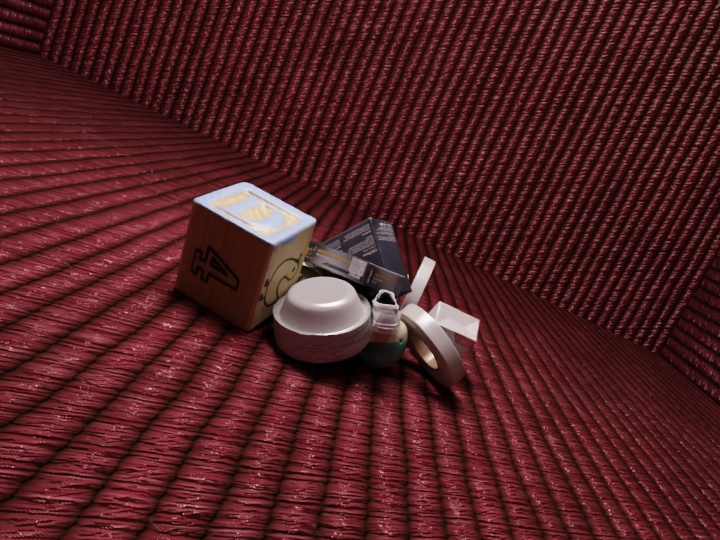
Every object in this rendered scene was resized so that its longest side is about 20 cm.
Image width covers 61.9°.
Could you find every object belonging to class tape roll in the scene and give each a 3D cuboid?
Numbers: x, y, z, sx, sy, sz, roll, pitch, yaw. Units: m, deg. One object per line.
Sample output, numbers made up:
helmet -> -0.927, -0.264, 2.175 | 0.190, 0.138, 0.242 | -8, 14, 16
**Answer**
tape roll -> 0.154, 0.169, 1.346 | 0.204, 0.037, 0.204 | 51, -16, 20
tape roll -> 0.154, 0.059, 1.683 | 0.036, 0.206, 0.203 | 25, 13, 4

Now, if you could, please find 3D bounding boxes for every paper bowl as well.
paper bowl -> -0.076, 0.086, 1.193 | 0.195, 0.107, 0.202 | 0, 25, 0

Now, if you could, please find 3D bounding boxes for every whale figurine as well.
whale figurine -> 0.012, 0.153, 1.326 | 0.197, 0.107, 0.157 | 6, 7, 40

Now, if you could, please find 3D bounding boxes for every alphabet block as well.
alphabet block -> -0.234, -0.035, 1.226 | 0.194, 0.203, 0.195 | 28, 27, 14

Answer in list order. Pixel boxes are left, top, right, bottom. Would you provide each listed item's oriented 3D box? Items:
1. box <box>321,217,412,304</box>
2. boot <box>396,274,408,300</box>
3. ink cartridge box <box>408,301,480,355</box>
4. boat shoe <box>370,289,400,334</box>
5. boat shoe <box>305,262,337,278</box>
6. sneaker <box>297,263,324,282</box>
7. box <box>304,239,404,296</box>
box -> 0.000, 0.000, 1.474 | 0.103, 0.197, 0.186 | 5, 65, -55
boot -> 0.080, 0.064, 1.622 | 0.071, 0.157, 0.200 | 27, 13, 11
ink cartridge box -> 0.197, 0.170, 1.491 | 0.114, 0.201, 0.068 | 24, 54, -7
boat shoe -> 0.050, 0.076, 1.244 | 0.070, 0.070, 0.200 | 8, 9, 6
boat shoe -> -0.070, 0.043, 1.383 | 0.068, 0.075, 0.201 | 19, 25, -42
sneaker -> -0.156, 0.009, 1.355 | 0.088, 0.068, 0.200 | -4, 35, -38
box -> -0.021, -0.008, 1.324 | 0.197, 0.049, 0.157 | 22, 2, 35
